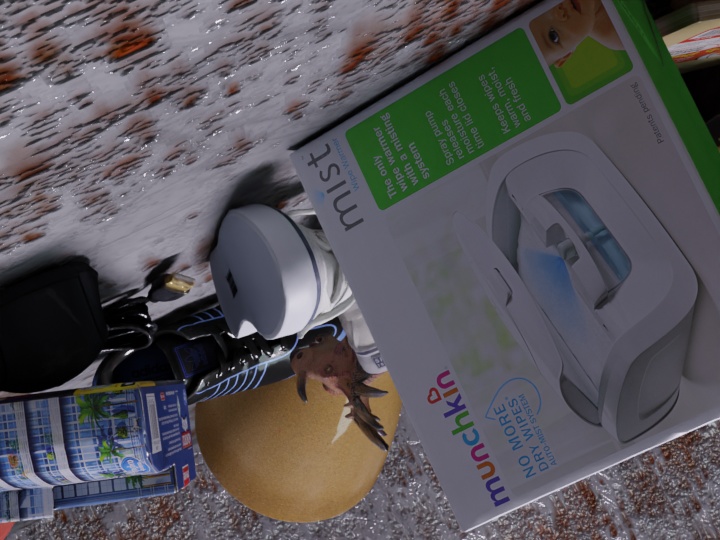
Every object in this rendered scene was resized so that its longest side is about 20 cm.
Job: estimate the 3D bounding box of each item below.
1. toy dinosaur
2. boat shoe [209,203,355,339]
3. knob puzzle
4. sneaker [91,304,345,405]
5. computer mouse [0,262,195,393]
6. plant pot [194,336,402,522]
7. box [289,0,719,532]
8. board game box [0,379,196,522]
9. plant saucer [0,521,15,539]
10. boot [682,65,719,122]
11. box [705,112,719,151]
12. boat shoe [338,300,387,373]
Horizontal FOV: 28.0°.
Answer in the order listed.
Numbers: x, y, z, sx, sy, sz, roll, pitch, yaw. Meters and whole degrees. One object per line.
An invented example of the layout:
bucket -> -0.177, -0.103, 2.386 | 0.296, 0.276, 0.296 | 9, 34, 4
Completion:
toy dinosaur -> 0.050, 0.064, 0.970 | 0.135, 0.086, 0.200 | -34, -169, -28
boat shoe -> -0.028, -0.002, 0.799 | 0.085, 0.075, 0.202 | -18, 175, -13
knob puzzle -> 0.201, -0.139, 0.810 | 0.218, 0.031, 0.220 | -13, 179, 0
sneaker -> -0.097, 0.059, 1.045 | 0.199, 0.071, 0.078 | -21, 180, -4
computer mouse -> -0.145, 0.035, 0.778 | 0.140, 0.046, 0.200 | -22, 173, -23
plant pot -> -0.033, 0.096, 1.263 | 0.185, 0.187, 0.200 | -22, 160, -30
box -> 0.092, -0.008, 0.689 | 0.176, 0.201, 0.097 | -27, 173, 22
board game box -> -0.195, 0.098, 0.745 | 0.198, 0.062, 0.200 | -8, 176, -1
plant saucer -> -0.318, 0.160, 0.756 | 0.198, 0.037, 0.199 | -8, 174, 30
boot -> 0.161, -0.078, 0.975 | 0.165, 0.073, 0.201 | 6, 128, -44
box -> 0.239, -0.060, 0.931 | 0.199, 0.049, 0.161 | -35, 164, 12
boat shoe -> 0.000, 0.000, 0.980 | 0.071, 0.070, 0.200 | -29, -161, 7
